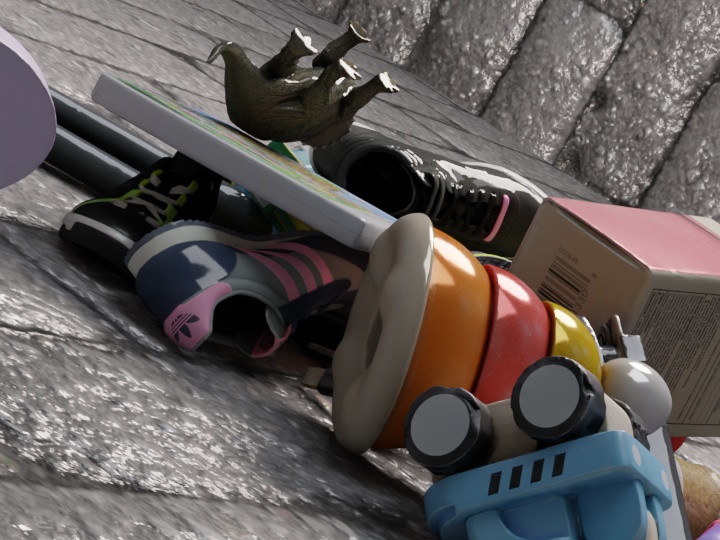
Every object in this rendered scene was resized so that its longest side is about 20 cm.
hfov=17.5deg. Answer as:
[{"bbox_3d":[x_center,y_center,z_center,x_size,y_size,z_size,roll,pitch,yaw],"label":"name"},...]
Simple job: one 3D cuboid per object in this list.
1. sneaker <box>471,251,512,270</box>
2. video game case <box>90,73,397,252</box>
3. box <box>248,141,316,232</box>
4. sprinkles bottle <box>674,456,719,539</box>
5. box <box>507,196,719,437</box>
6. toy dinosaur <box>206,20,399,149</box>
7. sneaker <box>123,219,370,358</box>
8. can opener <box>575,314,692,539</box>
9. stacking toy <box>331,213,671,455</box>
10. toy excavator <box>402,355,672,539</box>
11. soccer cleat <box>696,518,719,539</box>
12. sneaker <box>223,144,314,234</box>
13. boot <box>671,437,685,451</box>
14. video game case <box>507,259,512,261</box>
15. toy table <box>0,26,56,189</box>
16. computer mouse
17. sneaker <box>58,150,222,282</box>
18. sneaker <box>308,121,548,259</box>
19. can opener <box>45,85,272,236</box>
[{"bbox_3d":[0.098,0.047,1.735,0.081,0.074,0.200,21,-21,34],"label":"sneaker"},{"bbox_3d":[-0.055,-0.061,1.498,0.200,0.022,0.182,29,4,18],"label":"video game case"},{"bbox_3d":[0.000,0.000,1.681,0.200,0.048,0.117,45,3,-22],"label":"box"},{"bbox_3d":[0.151,0.133,1.509,0.200,0.068,0.068,23,11,-37],"label":"sprinkles bottle"},{"bbox_3d":[0.195,0.034,1.613,0.200,0.128,0.109,5,26,-48],"label":"box"},{"bbox_3d":[-0.043,-0.117,1.582,0.077,0.102,0.200,54,30,11],"label":"toy dinosaur"},{"bbox_3d":[-0.057,0.021,1.458,0.200,0.070,0.082,2,52,-44],"label":"sneaker"},{"bbox_3d":[0.155,0.115,1.438,0.067,0.053,0.201,1,53,-12],"label":"can opener"},{"bbox_3d":[0.092,0.060,1.383,0.199,0.147,0.146,17,12,-9],"label":"stacking toy"},{"bbox_3d":[0.132,0.151,1.250,0.100,0.194,0.201,39,39,-57],"label":"toy excavator"},{"bbox_3d":[0.243,0.181,1.493,0.200,0.067,0.077,23,42,-59],"label":"soccer cleat"},{"bbox_3d":[-0.088,-0.065,1.805,0.130,0.080,0.200,4,-5,-16],"label":"sneaker"},{"bbox_3d":[0.179,0.123,1.658,0.200,0.073,0.144,17,18,-35],"label":"boot"},{"bbox_3d":[0.125,0.031,1.789,0.200,0.017,0.143,12,-24,40],"label":"video game case"},{"bbox_3d":[-0.277,-0.130,1.336,0.200,0.184,0.117,33,22,-41],"label":"toy table"},{"bbox_3d":[-0.003,0.056,1.522,0.200,0.046,0.140,21,29,34],"label":"computer mouse"},{"bbox_3d":[-0.137,-0.046,1.527,0.072,0.083,0.200,30,10,4],"label":"sneaker"},{"bbox_3d":[0.059,-0.045,1.672,0.199,0.071,0.099,21,13,-11],"label":"sneaker"},{"bbox_3d":[-0.151,-0.073,1.670,0.199,0.067,0.053,28,53,-2],"label":"can opener"}]
